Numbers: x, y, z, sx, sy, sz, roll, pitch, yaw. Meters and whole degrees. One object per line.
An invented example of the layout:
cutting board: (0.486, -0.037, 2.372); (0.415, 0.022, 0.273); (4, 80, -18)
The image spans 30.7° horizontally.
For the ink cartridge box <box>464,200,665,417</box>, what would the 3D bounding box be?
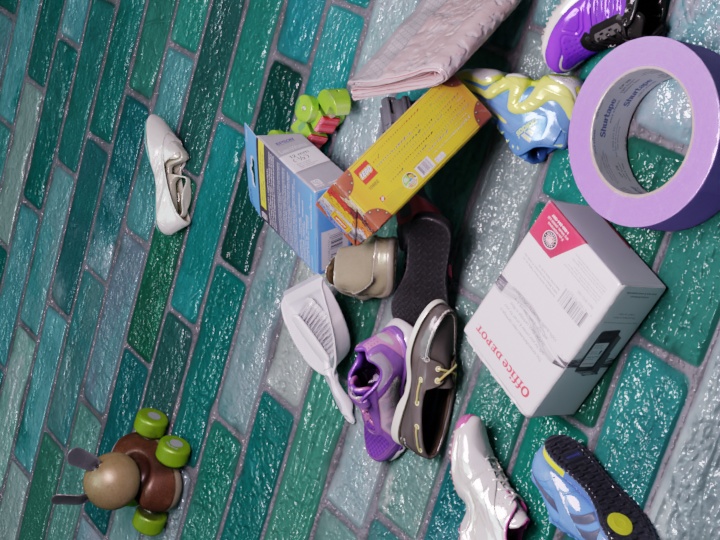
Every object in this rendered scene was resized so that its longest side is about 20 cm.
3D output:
ink cartridge box: (0.226, 0.046, 1.484); (0.146, 0.083, 0.201); (55, 127, 36)

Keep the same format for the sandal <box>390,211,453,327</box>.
sandal: (0.085, 0.001, 1.654); (0.074, 0.045, 0.201); (15, 131, 8)

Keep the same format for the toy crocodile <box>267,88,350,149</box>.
toy crocodile: (-0.076, -0.193, 1.869); (0.200, 0.067, 0.062); (-44, 58, 38)

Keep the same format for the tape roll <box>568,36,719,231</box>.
tape roll: (0.318, -0.145, 1.404); (0.199, 0.065, 0.203); (-6, 83, 50)

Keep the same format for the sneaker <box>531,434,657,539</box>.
sneaker: (0.257, 0.275, 1.453); (0.200, 0.065, 0.079); (52, 136, 38)

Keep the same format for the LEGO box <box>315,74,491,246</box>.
LEGO box: (0.050, -0.133, 1.585); (0.077, 0.200, 0.149); (46, 168, -3)

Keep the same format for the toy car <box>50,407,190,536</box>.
toy car: (-0.399, 0.327, 2.111); (0.158, 0.199, 0.166); (40, 116, 43)

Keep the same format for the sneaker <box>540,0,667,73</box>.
sneaker: (0.282, -0.278, 1.453); (0.200, 0.069, 0.100); (-51, 54, 35)

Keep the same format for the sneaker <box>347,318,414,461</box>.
sneaker: (0.020, 0.161, 1.699); (0.080, 0.088, 0.202); (30, 125, 41)

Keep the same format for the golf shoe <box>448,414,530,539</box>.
golf shoe: (0.160, 0.270, 1.568); (0.091, 0.075, 0.202); (-13, 79, 33)

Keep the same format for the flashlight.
flashlight: (0.069, -0.123, 1.701); (0.068, 0.067, 0.202); (107, 157, -69)

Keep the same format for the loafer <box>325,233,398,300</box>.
loafer: (0.000, 0.000, 1.710); (0.200, 0.068, 0.077); (138, 138, -70)

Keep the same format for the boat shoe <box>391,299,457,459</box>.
boat shoe: (0.093, 0.138, 1.648); (0.060, 0.071, 0.203); (29, 116, 42)

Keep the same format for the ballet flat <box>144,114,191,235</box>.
ballet flat: (-0.308, -0.160, 2.153); (0.069, 0.069, 0.202); (-12, 82, 48)

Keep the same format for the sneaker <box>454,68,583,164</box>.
sneaker: (0.177, -0.184, 1.565); (0.199, 0.075, 0.106); (12, 97, 49)

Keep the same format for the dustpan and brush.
dustpan and brush: (-0.048, 0.115, 1.813); (0.201, 0.057, 0.139); (57, 151, -4)

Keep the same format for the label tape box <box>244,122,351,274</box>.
label tape box: (-0.088, -0.110, 1.840); (0.200, 0.066, 0.144); (47, 147, 42)

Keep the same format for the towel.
towel: (0.096, -0.287, 1.602); (0.190, 0.032, 0.200); (-1, 42, 52)
